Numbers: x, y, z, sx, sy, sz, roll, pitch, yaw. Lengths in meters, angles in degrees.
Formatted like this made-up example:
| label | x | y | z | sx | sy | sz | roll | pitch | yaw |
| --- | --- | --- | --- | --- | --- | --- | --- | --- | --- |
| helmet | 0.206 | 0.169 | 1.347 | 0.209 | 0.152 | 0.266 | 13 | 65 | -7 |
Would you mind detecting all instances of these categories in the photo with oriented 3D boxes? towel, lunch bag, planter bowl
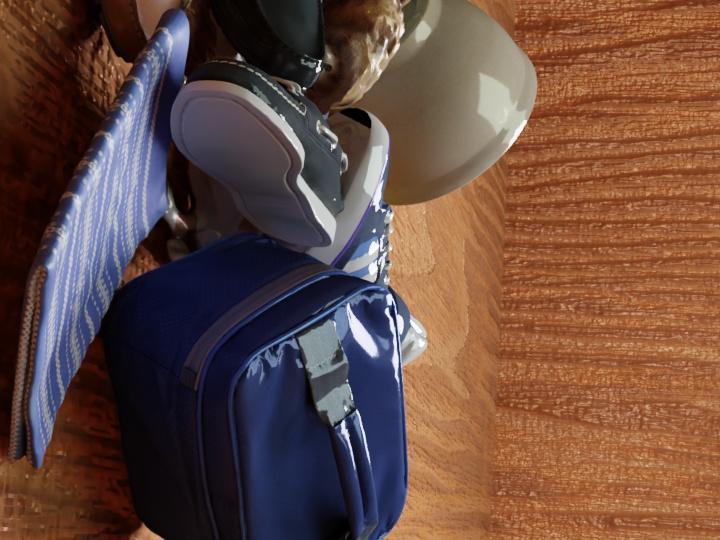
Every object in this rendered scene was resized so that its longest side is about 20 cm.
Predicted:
| label | x | y | z | sx | sy | sz | roll | pitch | yaw |
| --- | --- | --- | --- | --- | --- | --- | --- | --- | --- |
| towel | -0.124 | -0.020 | 0.633 | 0.201 | 0.024 | 0.146 | -75 | -177 | -46 |
| lunch bag | -0.051 | 0.094 | 0.741 | 0.135 | 0.132 | 0.202 | -29 | 126 | -34 |
| planter bowl | 0.042 | -0.178 | 1.172 | 0.135 | 0.199 | 0.202 | 48 | 39 | -38 |

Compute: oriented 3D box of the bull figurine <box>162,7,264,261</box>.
| label | x | y | z | sx | sy | sz | roll | pitch | yaw |
| --- | --- | --- | --- | --- | --- | --- | --- | --- | --- |
| bull figurine | -0.085 | -0.085 | 0.827 | 0.121 | 0.064 | 0.203 | 20 | 70 | -73 |

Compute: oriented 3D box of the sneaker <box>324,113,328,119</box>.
| label | x | y | z | sx | sy | sz | roll | pitch | yaw |
| --- | --- | --- | --- | --- | --- | --- | --- | --- | --- |
| sneaker | -0.040 | -0.159 | 0.947 | 0.108 | 0.069 | 0.202 | -40 | 131 | -47 |

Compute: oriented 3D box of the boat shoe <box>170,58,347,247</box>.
| label | x | y | z | sx | sy | sz | roll | pitch | yaw |
| --- | --- | --- | --- | --- | --- | --- | --- | --- | --- |
| boat shoe | -0.053 | -0.076 | 0.730 | 0.200 | 0.075 | 0.061 | 69 | 32 | -70 |

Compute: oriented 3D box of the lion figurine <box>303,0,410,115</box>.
| label | x | y | z | sx | sy | sz | roll | pitch | yaw |
| --- | --- | --- | --- | --- | --- | --- | --- | --- | --- |
| lion figurine | -0.011 | -0.211 | 0.852 | 0.072 | 0.122 | 0.202 | 10 | 57 | -36 |

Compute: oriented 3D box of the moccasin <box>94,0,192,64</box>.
| label | x | y | z | sx | sy | sz | roll | pitch | yaw |
| --- | --- | --- | --- | --- | --- | --- | --- | --- | --- |
| moccasin | -0.093 | -0.195 | 0.725 | 0.074 | 0.077 | 0.203 | 78 | 22 | -46 |

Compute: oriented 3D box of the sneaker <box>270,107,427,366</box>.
| label | x | y | z | sx | sy | sz | roll | pitch | yaw |
| --- | --- | --- | --- | --- | --- | --- | --- | --- | --- |
| sneaker | 0.000 | 0.000 | 0.891 | 0.146 | 0.080 | 0.202 | 19 | 100 | -43 |

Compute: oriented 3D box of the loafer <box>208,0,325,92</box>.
| label | x | y | z | sx | sy | sz | roll | pitch | yaw |
| --- | --- | --- | --- | --- | --- | --- | --- | --- | --- |
| loafer | -0.056 | -0.192 | 0.786 | 0.068 | 0.070 | 0.202 | 21 | 38 | -38 |
